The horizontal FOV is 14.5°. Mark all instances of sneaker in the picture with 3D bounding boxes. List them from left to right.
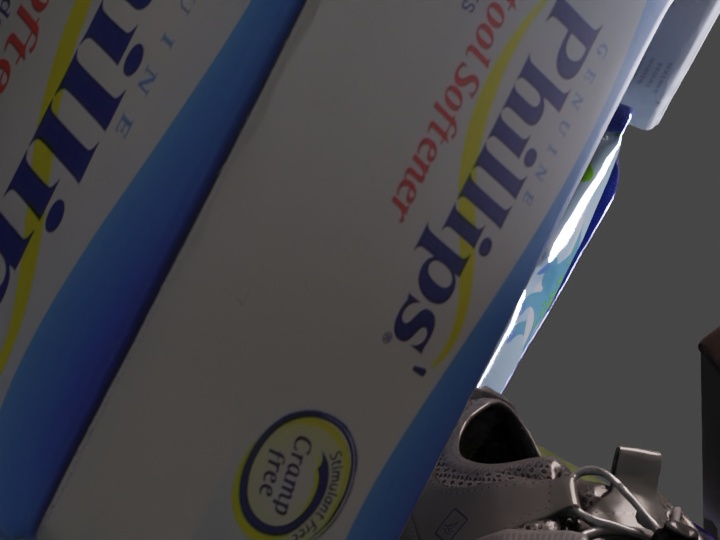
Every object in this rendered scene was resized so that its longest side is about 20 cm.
[{"bbox_3d":[0.054,0.081,0.680,0.075,0.082,0.200,27,1,-35],"label":"sneaker"}]

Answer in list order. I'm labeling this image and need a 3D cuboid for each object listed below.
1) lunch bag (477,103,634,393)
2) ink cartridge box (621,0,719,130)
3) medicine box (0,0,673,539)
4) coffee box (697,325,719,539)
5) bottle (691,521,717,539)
[{"bbox_3d":[0.000,0.000,0.947,0.127,0.170,0.200,29,-1,-5],"label":"lunch bag"},{"bbox_3d":[0.030,-0.131,0.933,0.199,0.043,0.196,23,-18,1],"label":"ink cartridge box"},{"bbox_3d":[-0.050,-0.030,0.706,0.103,0.183,0.200,26,1,-36],"label":"medicine box"},{"bbox_3d":[0.162,0.082,0.827,0.113,0.080,0.200,51,-13,27],"label":"coffee box"},{"bbox_3d":[0.111,0.119,0.750,0.083,0.065,0.200,34,-2,-26],"label":"bottle"}]
